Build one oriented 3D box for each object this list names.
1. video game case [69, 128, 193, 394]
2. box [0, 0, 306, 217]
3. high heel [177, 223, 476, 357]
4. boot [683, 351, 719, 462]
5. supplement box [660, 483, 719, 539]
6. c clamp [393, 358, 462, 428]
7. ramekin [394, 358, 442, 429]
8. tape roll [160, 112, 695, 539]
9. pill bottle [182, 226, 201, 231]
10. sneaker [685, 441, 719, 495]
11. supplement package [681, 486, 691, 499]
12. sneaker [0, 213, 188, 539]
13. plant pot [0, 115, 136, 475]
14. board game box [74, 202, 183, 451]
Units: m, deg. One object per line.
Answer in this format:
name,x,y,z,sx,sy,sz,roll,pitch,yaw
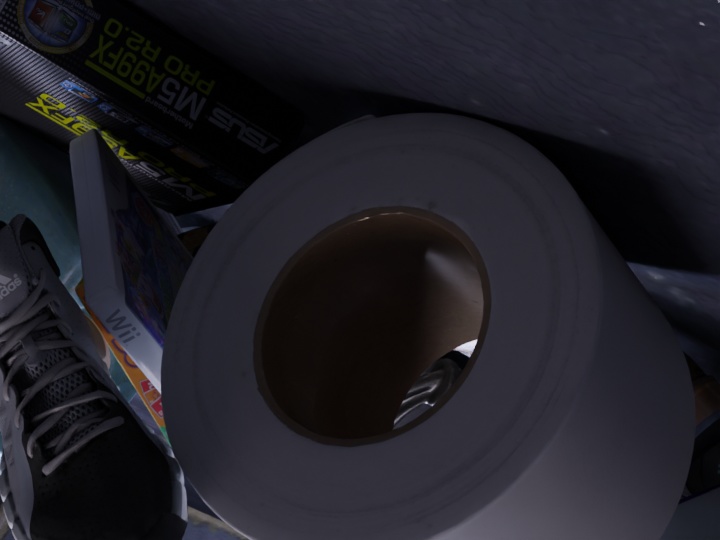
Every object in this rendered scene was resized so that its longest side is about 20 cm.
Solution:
video game case,-0.078,0.039,0.909,0.200,0.018,0.143,55,-170,-35
box,-0.143,-0.098,0.922,0.200,0.044,0.160,31,166,-19
high heel,0.000,0.000,0.960,0.199,0.072,0.143,16,169,-4
boot,0.117,0.087,0.961,0.097,0.075,0.200,51,143,17
supplement box,0.129,0.206,0.962,0.200,0.103,0.101,-48,65,44
c clamp,0.087,0.099,1.032,0.199,0.027,0.171,19,132,-21
ramekin,0.005,0.138,1.232,0.105,0.201,0.200,17,167,2
tape roll,0.032,0.050,0.810,0.202,0.203,0.139,18,165,33
pill bottle,-0.106,0.045,1.269,0.106,0.107,0.200,25,167,5
sneaker,0.247,0.143,1.001,0.200,0.076,0.079,37,174,-36
supplement package,0.129,0.192,1.165,0.150,0.201,0.152,21,165,21
sneaker,-0.141,0.042,0.783,0.200,0.075,0.116,50,166,53
plant pot,-0.220,0.012,1.051,0.200,0.197,0.196,35,176,31
board game box,-0.102,0.024,0.964,0.096,0.030,0.200,60,-175,-11
